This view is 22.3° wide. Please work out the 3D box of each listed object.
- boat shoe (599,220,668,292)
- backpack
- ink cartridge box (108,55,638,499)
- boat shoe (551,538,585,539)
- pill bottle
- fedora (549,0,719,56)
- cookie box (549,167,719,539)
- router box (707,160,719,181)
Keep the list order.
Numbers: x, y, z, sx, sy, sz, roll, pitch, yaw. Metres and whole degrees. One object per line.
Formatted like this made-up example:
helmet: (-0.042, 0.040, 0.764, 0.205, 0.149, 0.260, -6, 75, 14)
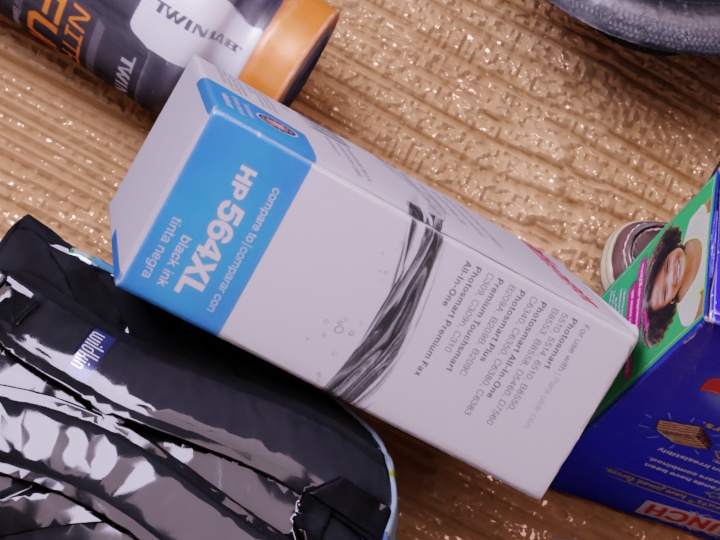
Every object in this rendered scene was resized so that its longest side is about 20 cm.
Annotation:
boat shoe: (0.217, 0.018, 0.898, 0.199, 0.072, 0.073, 25, 62, -4)
backpack: (-0.080, 0.094, 0.750, 0.198, 0.154, 0.164, 15, 56, 13)
ink cartridge box: (0.000, 0.000, 0.776, 0.199, 0.146, 0.085, 29, 98, -14)
boat shoe: (0.062, 0.178, 0.789, 0.199, 0.093, 0.075, 1, 36, -43)
pill bottle: (-0.109, -0.144, 0.858, 0.199, 0.106, 0.107, 33, 61, 1)
fedora: (0.156, -0.171, 0.954, 0.198, 0.092, 0.202, 3, 64, -5)
cookie box: (0.187, 0.054, 0.801, 0.170, 0.200, 0.076, 18, 61, -8)
router box: (0.264, -0.104, 0.894, 0.062, 0.200, 0.150, 37, 62, -4)
